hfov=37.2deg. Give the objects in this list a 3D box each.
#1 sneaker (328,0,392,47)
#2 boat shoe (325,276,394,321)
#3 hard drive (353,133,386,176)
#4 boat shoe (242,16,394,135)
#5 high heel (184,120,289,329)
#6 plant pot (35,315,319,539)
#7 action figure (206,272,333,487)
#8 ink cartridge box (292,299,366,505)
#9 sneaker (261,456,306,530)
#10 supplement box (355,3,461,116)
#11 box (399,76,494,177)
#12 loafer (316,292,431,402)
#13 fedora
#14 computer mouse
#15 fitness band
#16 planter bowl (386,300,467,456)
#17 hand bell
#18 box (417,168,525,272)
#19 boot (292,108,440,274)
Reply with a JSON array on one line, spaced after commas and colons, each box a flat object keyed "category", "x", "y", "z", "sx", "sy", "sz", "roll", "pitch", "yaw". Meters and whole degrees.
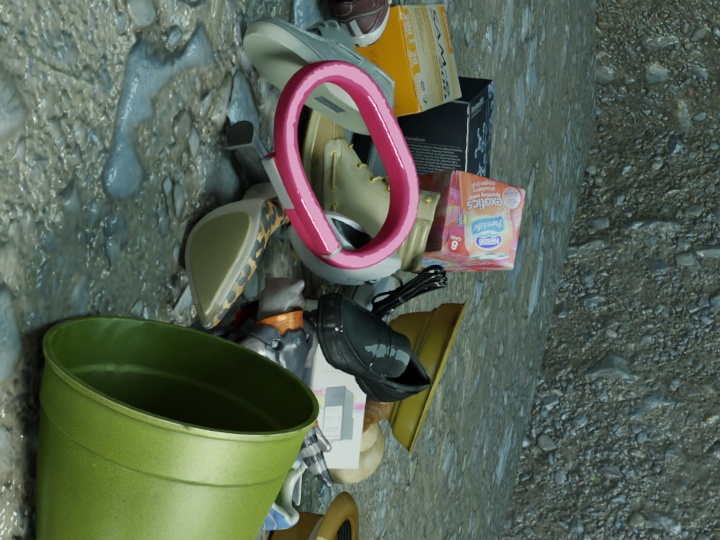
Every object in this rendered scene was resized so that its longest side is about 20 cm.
[{"category": "sneaker", "x": 0.009, "y": -0.360, "z": 1.179, "sx": 0.115, "sy": 0.074, "sz": 0.203, "roll": 42, "pitch": 59, "yaw": -65}, {"category": "boat shoe", "x": -0.011, "y": 0.039, "z": 1.283, "sx": 0.075, "sy": 0.086, "sz": 0.203, "roll": -49, "pitch": 164, "yaw": -18}, {"category": "hard drive", "x": 0.010, "y": -0.084, "z": 1.368, "sx": 0.140, "sy": 0.032, "sz": 0.203, "roll": 48, "pitch": 53, "yaw": -68}, {"category": "boat shoe", "x": -0.036, "y": -0.203, "z": 1.047, "sx": 0.200, "sy": 0.069, "sz": 0.073, "roll": 29, "pitch": 68, "yaw": -45}, {"category": "high heel", "x": -0.100, "y": -0.017, "z": 0.993, "sx": 0.143, "sy": 0.070, "sz": 0.203, "roll": 60, "pitch": 35, "yaw": -58}, {"category": "plant pot", "x": -0.151, "y": 0.161, "z": 0.767, "sx": 0.200, "sy": 0.198, "sz": 0.196, "roll": -14, "pitch": 124, "yaw": -71}, {"category": "action figure", "x": -0.056, "y": 0.095, "z": 1.010, "sx": 0.198, "sy": 0.104, "sz": 0.197, "roll": -20, "pitch": 112, "yaw": -39}, {"category": "ink cartridge box", "x": -0.043, "y": 0.141, "z": 1.161, "sx": 0.117, "sy": 0.066, "sz": 0.204, "roll": -159, "pitch": -106, "yaw": -69}, {"category": "sneaker", "x": -0.086, "y": 0.167, "z": 1.097, "sx": 0.075, "sy": 0.076, "sz": 0.204, "roll": 4, "pitch": 92, "yaw": -59}, {"category": "supplement box", "x": 0.059, "y": -0.261, "z": 1.327, "sx": 0.200, "sy": 0.072, "sz": 0.128, "roll": -37, "pitch": 116, "yaw": -66}, {"category": "box", "x": 0.126, "y": -0.170, "z": 1.568, "sx": 0.148, "sy": 0.105, "sz": 0.203, "roll": -47, "pitch": 141, "yaw": -59}, {"category": "loafer", "x": 0.014, "y": 0.073, "z": 1.027, "sx": 0.201, "sy": 0.069, "sz": 0.069, "roll": 51, "pitch": 38, "yaw": -56}, {"category": "fedora", "x": -0.065, "y": 0.349, "z": 1.248, "sx": 0.200, "sy": 0.081, "sz": 0.204, "roll": 14, "pitch": 90, "yaw": -73}, {"category": "computer mouse", "x": 0.000, "y": 0.000, "z": 1.096, "sx": 0.199, "sy": 0.109, "sz": 0.045, "roll": 28, "pitch": 50, "yaw": -44}, {"category": "fitness band", "x": -0.014, "y": -0.097, "z": 1.000, "sx": 0.143, "sy": 0.037, "sz": 0.202, "roll": -42, "pitch": 120, "yaw": -29}, {"category": "planter bowl", "x": 0.059, "y": 0.117, "z": 1.312, "sx": 0.200, "sy": 0.082, "sz": 0.203, "roll": 20, "pitch": 89, "yaw": -83}, {"category": "hand bell", "x": 0.002, "y": 0.169, "z": 1.217, "sx": 0.200, "sy": 0.103, "sz": 0.105, "roll": 121, "pitch": -11, "yaw": -63}, {"category": "box", "x": 0.095, "y": -0.055, "z": 1.263, "sx": 0.199, "sy": 0.101, "sz": 0.096, "roll": -2, "pitch": -104, "yaw": 65}, {"category": "boot", "x": 0.011, "y": -0.102, "z": 1.150, "sx": 0.073, "sy": 0.153, "sz": 0.204, "roll": -55, "pitch": 153, "yaw": -82}]
